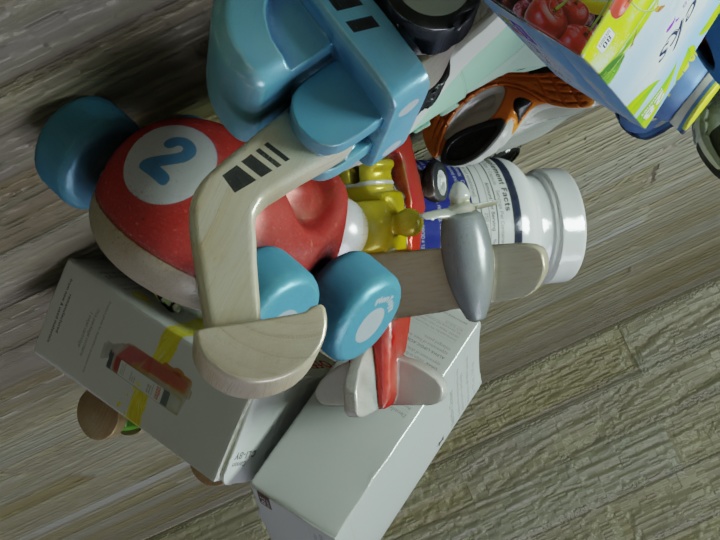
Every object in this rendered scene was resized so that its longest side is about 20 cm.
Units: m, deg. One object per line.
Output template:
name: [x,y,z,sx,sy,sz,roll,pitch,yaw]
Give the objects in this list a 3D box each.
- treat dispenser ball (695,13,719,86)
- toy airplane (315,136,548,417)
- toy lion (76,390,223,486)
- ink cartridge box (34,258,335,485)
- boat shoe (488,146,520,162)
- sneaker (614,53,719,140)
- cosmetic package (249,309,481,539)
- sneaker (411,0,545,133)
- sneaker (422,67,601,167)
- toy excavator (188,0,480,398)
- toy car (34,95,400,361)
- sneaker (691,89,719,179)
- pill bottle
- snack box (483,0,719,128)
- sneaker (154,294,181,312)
treat dispenser ball: [0.284,-0.177,0.744,0.198,0.203,0.201,-22,167,-5]
toy airplane: [0.000,0.000,0.873,0.200,0.199,0.141,-45,151,7]
toy lion: [-0.135,0.073,1.111,0.198,0.195,0.068,15,-176,25]
ink cartridge box: [-0.125,0.071,0.990,0.145,0.199,0.084,3,115,-61]
boat shoe: [0.085,-0.062,1.154,0.073,0.061,0.200,-10,161,-39]
sneaker: [0.233,-0.157,1.042,0.074,0.082,0.200,-55,-178,1]
cosmetic package: [0.009,0.120,0.961,0.201,0.080,0.113,-56,158,-23]
sneaker: [0.058,-0.123,0.829,0.200,0.075,0.117,-36,156,33]
sneaker: [0.143,-0.141,0.954,0.198,0.077,0.092,-22,176,27]
toy excavator: [-0.032,-0.069,0.591,0.199,0.195,0.100,-35,172,-16]
toy car: [-0.047,-0.082,0.723,0.176,0.184,0.202,2,122,-59]
sneaker: [0.316,-0.157,1.012,0.074,0.202,0.116,18,133,-7]
pill bottle: [0.075,-0.032,1.045,0.197,0.117,0.116,-3,161,-18]
snack box: [0.150,-0.181,0.603,0.201,0.067,0.168,-57,160,7]
sneaker: [-0.102,-0.008,1.007,0.075,0.077,0.199,-35,163,37]
